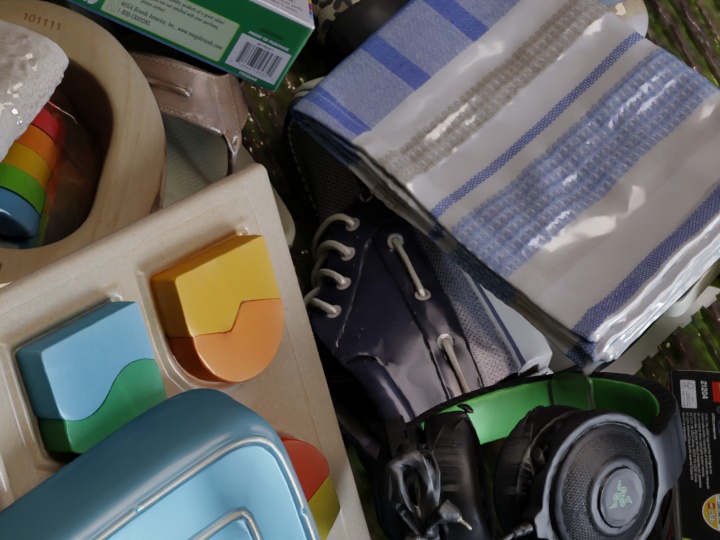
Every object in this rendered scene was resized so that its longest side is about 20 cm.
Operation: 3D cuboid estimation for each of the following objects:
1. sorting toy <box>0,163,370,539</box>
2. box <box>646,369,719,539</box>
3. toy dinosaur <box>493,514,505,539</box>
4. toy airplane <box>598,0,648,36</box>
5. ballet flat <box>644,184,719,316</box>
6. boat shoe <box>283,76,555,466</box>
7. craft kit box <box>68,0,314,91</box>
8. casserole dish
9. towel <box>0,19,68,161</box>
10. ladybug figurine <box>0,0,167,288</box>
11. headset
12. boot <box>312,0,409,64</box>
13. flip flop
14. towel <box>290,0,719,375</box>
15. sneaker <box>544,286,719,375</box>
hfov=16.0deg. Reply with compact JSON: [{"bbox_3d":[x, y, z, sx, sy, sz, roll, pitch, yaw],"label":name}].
[{"bbox_3d":[-0.071,0.072,1.037,0.200,0.036,0.186,-31,111,-46],"label":"sorting toy"},{"bbox_3d":[0.150,0.156,1.131,0.035,0.110,0.200,3,51,-2],"label":"box"},{"bbox_3d":[0.092,0.129,1.142,0.077,0.102,0.200,-2,41,9],"label":"toy dinosaur"},{"bbox_3d":[0.137,-0.178,1.323,0.200,0.199,0.142,-13,104,-41],"label":"toy airplane"},{"bbox_3d":[0.167,-0.004,1.165,0.200,0.067,0.067,15,59,11],"label":"ballet flat"},{"bbox_3d":[0.000,0.000,1.177,0.093,0.075,0.200,-23,63,-28],"label":"boat shoe"},{"bbox_3d":[-0.120,-0.187,1.209,0.200,0.049,0.198,23,28,-20],"label":"craft kit box"},{"bbox_3d":[-0.081,0.128,0.980,0.200,0.039,0.121,-35,114,-37],"label":"casserole dish"},{"bbox_3d":[-0.233,-0.065,1.028,0.200,0.035,0.133,16,53,12],"label":"towel"},{"bbox_3d":[-0.153,-0.028,1.078,0.135,0.072,0.200,18,49,-5],"label":"ladybug figurine"},{"bbox_3d":[0.057,0.076,1.040,0.200,0.123,0.094,-44,126,-59],"label":"headset"},{"bbox_3d":[0.069,-0.098,1.296,0.203,0.074,0.154,-11,59,-46],"label":"boot"},{"bbox_3d":[-0.088,-0.090,1.187,0.081,0.058,0.200,-6,63,-38],"label":"flip flop"},{"bbox_3d":[0.083,-0.059,1.156,0.147,0.024,0.200,-42,65,-17],"label":"towel"},{"bbox_3d":[0.130,-0.012,1.256,0.200,0.076,0.081,-42,109,-47],"label":"sneaker"}]
